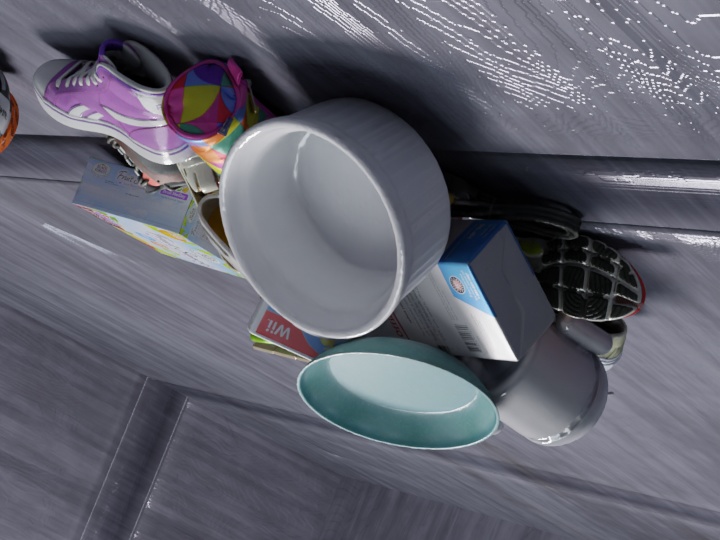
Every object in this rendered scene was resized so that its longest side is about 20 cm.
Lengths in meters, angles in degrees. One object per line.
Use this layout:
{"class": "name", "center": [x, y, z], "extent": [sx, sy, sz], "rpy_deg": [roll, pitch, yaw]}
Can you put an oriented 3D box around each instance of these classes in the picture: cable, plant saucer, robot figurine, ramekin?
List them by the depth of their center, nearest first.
{"class": "ramekin", "center": [-0.017, -0.052, 1.358], "extent": [0.199, 0.098, 0.202], "rpy_deg": [20, 126, 30]}
{"class": "cable", "center": [0.103, -0.051, 1.457], "extent": [0.199, 0.051, 0.097], "rpy_deg": [22, 161, 7]}
{"class": "plant saucer", "center": [0.039, 0.113, 1.505], "extent": [0.198, 0.036, 0.200], "rpy_deg": [11, 151, 6]}
{"class": "robot figurine", "center": [0.173, 0.104, 1.575], "extent": [0.169, 0.113, 0.200], "rpy_deg": [-36, 128, 24]}

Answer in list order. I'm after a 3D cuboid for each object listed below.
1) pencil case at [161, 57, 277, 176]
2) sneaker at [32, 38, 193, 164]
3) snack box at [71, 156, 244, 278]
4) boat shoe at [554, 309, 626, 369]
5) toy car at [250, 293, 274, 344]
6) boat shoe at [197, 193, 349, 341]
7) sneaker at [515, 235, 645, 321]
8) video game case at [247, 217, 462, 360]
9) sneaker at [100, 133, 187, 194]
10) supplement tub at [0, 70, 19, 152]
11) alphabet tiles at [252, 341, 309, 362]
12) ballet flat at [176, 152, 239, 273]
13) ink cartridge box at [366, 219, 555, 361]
{"class": "pencil case", "center": [-0.107, -0.120, 1.458], "extent": [0.088, 0.089, 0.200], "rpy_deg": [15, 166, 25]}
{"class": "sneaker", "center": [-0.242, -0.186, 1.483], "extent": [0.199, 0.073, 0.115], "rpy_deg": [22, 148, 28]}
{"class": "snack box", "center": [-0.220, -0.059, 1.886], "extent": [0.168, 0.068, 0.200], "rpy_deg": [16, 172, 29]}
{"class": "boat shoe", "center": [0.190, 0.040, 1.663], "extent": [0.199, 0.072, 0.062], "rpy_deg": [21, 137, 3]}
{"class": "toy car", "center": [0.000, 0.000, 1.605], "extent": [0.198, 0.166, 0.158], "rpy_deg": [6, 179, 8]}
{"class": "boat shoe", "center": [-0.076, -0.007, 1.466], "extent": [0.200, 0.071, 0.070], "rpy_deg": [41, 178, 19]}
{"class": "sneaker", "center": [0.204, 0.003, 1.518], "extent": [0.085, 0.078, 0.199], "rpy_deg": [10, -176, -43]}
{"class": "video game case", "center": [-0.004, 0.000, 1.532], "extent": [0.142, 0.201, 0.017], "rpy_deg": [25, -170, -17]}
{"class": "sneaker", "center": [-0.217, -0.120, 1.592], "extent": [0.199, 0.082, 0.077], "rpy_deg": [23, -170, -7]}
{"class": "supplement tub", "center": [-0.445, -0.193, 1.620], "extent": [0.122, 0.123, 0.200], "rpy_deg": [15, 166, 25]}
{"class": "alphabet tiles", "center": [0.002, 0.037, 1.705], "extent": [0.166, 0.200, 0.008], "rpy_deg": [10, 133, 41]}
{"class": "ballet flat", "center": [-0.139, -0.082, 1.552], "extent": [0.067, 0.063, 0.201], "rpy_deg": [-17, 126, 9]}
{"class": "ink cartridge box", "center": [0.071, 0.015, 1.464], "extent": [0.199, 0.068, 0.116], "rpy_deg": [3, 130, 48]}
